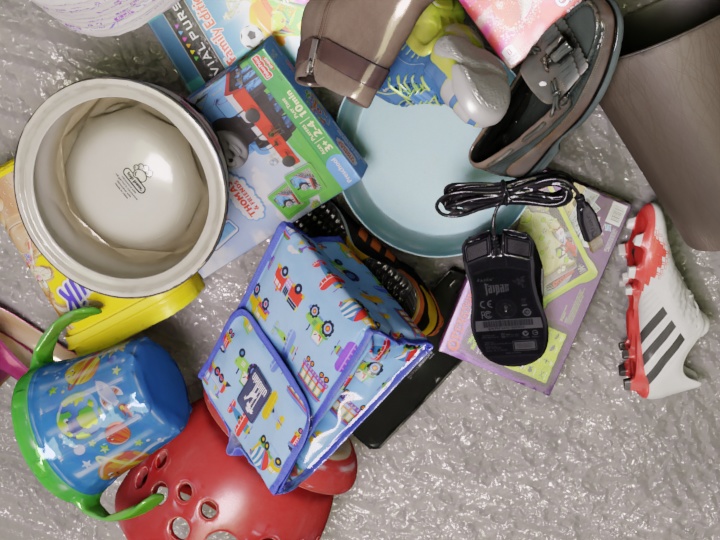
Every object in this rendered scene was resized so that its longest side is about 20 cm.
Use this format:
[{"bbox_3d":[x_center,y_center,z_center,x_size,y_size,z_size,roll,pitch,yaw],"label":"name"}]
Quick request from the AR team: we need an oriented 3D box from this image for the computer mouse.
[{"bbox_3d":[0.157,-0.008,1.259,0.138,0.046,0.202,-9,119,17],"label":"computer mouse"}]

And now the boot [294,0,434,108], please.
[{"bbox_3d":[0.023,-0.209,1.156,0.070,0.199,0.148,23,87,-37],"label":"boot"}]

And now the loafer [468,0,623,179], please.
[{"bbox_3d":[0.154,-0.147,1.165,0.062,0.073,0.201,-2,143,-25],"label":"loafer"}]

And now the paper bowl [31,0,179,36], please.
[{"bbox_3d":[-0.208,-0.301,1.206,0.198,0.104,0.203,-11,66,25],"label":"paper bowl"}]

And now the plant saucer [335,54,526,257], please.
[{"bbox_3d":[0.072,-0.114,1.286,0.197,0.027,0.203,2,100,13],"label":"plant saucer"}]

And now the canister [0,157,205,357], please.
[{"bbox_3d":[-0.265,-0.034,1.353,0.147,0.087,0.202,-26,103,17],"label":"canister"}]

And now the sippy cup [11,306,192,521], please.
[{"bbox_3d":[-0.234,0.130,1.292,0.129,0.140,0.179,-26,111,17],"label":"sippy cup"}]

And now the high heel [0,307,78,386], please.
[{"bbox_3d":[-0.318,0.083,1.415,0.197,0.067,0.097,13,123,18],"label":"high heel"}]

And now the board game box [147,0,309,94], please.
[{"bbox_3d":[-0.094,-0.251,1.267,0.198,0.047,0.152,-28,103,17],"label":"board game box"}]

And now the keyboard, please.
[{"bbox_3d":[0.043,0.075,1.370,0.104,0.040,0.200,41,97,-17],"label":"keyboard"}]

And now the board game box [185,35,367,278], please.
[{"bbox_3d":[-0.116,-0.101,1.287,0.199,0.037,0.152,-30,109,26],"label":"board game box"}]

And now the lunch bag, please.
[{"bbox_3d":[-0.058,0.086,1.223,0.201,0.094,0.151,-54,54,17],"label":"lunch bag"}]

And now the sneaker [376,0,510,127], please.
[{"bbox_3d":[0.063,-0.164,1.192,0.075,0.201,0.105,26,120,-29],"label":"sneaker"}]

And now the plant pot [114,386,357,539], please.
[{"bbox_3d":[-0.116,0.206,1.363,0.199,0.201,0.184,33,103,-4],"label":"plant pot"}]

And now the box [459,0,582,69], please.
[{"bbox_3d":[0.181,-0.275,1.186,0.199,0.095,0.100,-36,94,19],"label":"box"}]

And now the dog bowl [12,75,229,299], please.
[{"bbox_3d":[-0.207,-0.081,1.243,0.197,0.074,0.203,3,109,10],"label":"dog bowl"}]

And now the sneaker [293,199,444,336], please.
[{"bbox_3d":[0.000,0.000,1.312,0.070,0.090,0.200,-52,55,7],"label":"sneaker"}]

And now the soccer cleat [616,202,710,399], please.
[{"bbox_3d":[0.289,0.029,1.305,0.084,0.069,0.203,-3,113,0],"label":"soccer cleat"}]

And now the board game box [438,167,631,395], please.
[{"bbox_3d":[0.165,0.006,1.318,0.119,0.032,0.202,21,103,-4],"label":"board game box"}]

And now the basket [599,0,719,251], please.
[{"bbox_3d":[0.302,-0.131,1.209,0.178,0.136,0.202,-22,109,11],"label":"basket"}]
